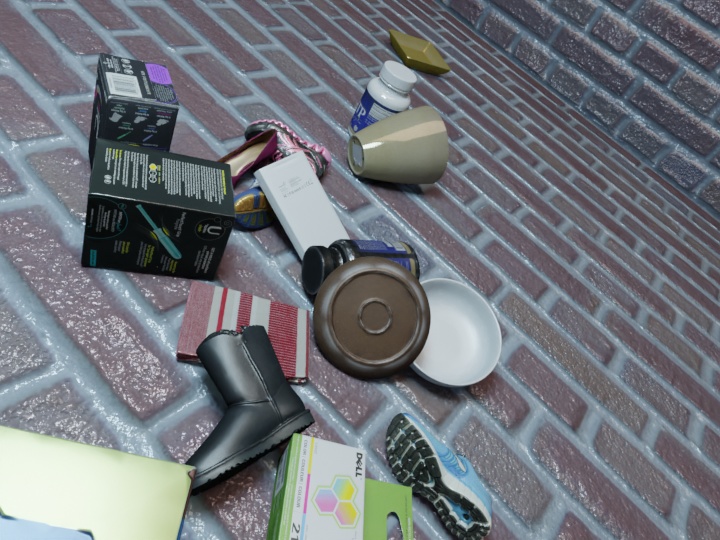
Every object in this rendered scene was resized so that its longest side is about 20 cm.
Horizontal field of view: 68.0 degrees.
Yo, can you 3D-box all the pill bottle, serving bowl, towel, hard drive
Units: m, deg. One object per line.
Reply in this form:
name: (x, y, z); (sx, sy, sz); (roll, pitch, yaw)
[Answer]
pill bottle: (0.058, -0.417, 1.354); (0.119, 0.201, 0.120); (18, 41, -16)
serving bowl: (0.150, 0.117, 0.959); (0.198, 0.066, 0.202); (7, 61, -13)
pill bottle: (0.000, 0.000, 0.962); (0.198, 0.112, 0.112); (1, 49, -32)
towel: (-0.174, 0.095, 0.824); (0.198, 0.023, 0.145); (17, 42, -20)
hard drive: (-0.105, -0.115, 1.008); (0.132, 0.027, 0.201); (-40, 104, -49)

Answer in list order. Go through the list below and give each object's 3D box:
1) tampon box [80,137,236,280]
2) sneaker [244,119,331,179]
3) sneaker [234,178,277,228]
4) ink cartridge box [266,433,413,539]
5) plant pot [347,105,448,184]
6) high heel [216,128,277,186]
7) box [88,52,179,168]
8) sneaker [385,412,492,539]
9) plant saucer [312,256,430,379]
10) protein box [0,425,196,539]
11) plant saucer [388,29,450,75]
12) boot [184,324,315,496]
tampon box: (-0.309, -0.089, 0.821); (0.198, 0.150, 0.127); (8, 46, -27)
sneaker: (-0.162, -0.252, 1.152); (0.198, 0.079, 0.096); (23, 52, -10)
sneaker: (-0.188, -0.140, 1.027); (0.088, 0.076, 0.199); (34, 32, 23)
ink cartridge box: (-0.009, 0.307, 0.668); (0.198, 0.076, 0.149); (17, 42, -13)
plant pot: (0.076, -0.288, 1.273); (0.198, 0.188, 0.188); (-12, 56, -24)
high heel: (-0.241, -0.222, 1.042); (0.067, 0.096, 0.200); (37, 40, 7)
box: (-0.378, -0.227, 0.876); (0.105, 0.201, 0.123); (-2, 50, -34)
sneaker: (0.116, 0.295, 0.788); (0.200, 0.078, 0.090); (49, 25, 13)
plant saucer: (0.022, 0.076, 0.867); (0.198, 0.032, 0.202); (1, 84, -7)
protein box: (-0.271, 0.254, 0.457); (0.197, 0.201, 0.136); (19, 41, -16)
plant saucer: (0.206, -0.785, 1.945); (0.198, 0.049, 0.201); (3, 48, -31)
boot: (-0.173, 0.168, 0.687); (0.199, 0.077, 0.169); (-22, 70, -41)
